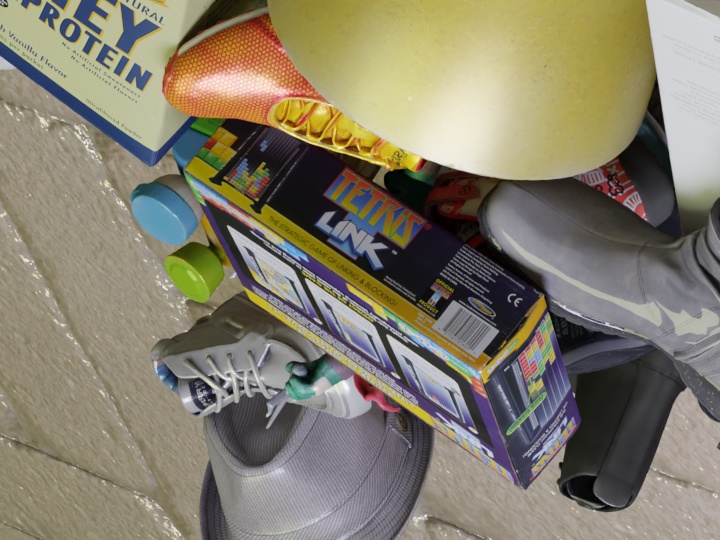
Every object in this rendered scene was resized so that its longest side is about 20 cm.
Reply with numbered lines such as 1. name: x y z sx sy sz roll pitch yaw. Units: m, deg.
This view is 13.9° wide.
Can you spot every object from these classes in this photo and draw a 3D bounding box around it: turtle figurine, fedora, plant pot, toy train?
1. turtle figurine: 0.000 0.000 1.729 0.100 0.150 0.200 8 137 -26
2. fedora: -0.044 0.112 1.980 0.176 0.200 0.090 -12 131 25
3. plant pot: 0.069 -0.163 1.428 0.200 0.200 0.142 35 131 14
4. toy train: -0.079 -0.022 1.908 0.085 0.116 0.200 26 150 31

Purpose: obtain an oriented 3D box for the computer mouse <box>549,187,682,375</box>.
1. computer mouse: 0.135 0.003 1.637 0.200 0.053 0.139 -15 77 52

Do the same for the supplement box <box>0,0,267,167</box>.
1. supplement box: -0.092 -0.202 1.545 0.134 0.200 0.200 36 153 8

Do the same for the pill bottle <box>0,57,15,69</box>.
1. pill bottle: -0.203 -0.188 1.722 0.111 0.200 0.111 33 154 18

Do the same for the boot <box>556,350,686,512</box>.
1. boot: 0.137 0.084 1.722 0.077 0.139 0.200 25 163 -1

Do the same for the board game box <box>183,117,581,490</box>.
1. board game box: 0.015 0.014 1.544 0.200 0.057 0.165 35 167 23

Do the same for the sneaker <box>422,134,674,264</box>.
1. sneaker: 0.061 -0.072 1.561 0.201 0.108 0.067 45 155 23

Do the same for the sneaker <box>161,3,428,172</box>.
1. sneaker: 0.001 -0.089 1.481 0.199 0.077 0.073 0 146 -10

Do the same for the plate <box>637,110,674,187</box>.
1. plate: 0.113 -0.074 1.664 0.200 0.026 0.200 32 152 19

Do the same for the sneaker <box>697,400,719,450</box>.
1. sneaker: 0.227 0.080 1.642 0.076 0.114 0.200 48 154 -13

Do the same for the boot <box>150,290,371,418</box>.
1. boot: -0.068 0.069 1.893 0.074 0.095 0.200 67 164 -17

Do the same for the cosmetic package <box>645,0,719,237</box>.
1. cosmetic package: 0.206 -0.086 1.416 0.081 0.113 0.200 28 150 29

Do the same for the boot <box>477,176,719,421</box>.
1. boot: 0.157 -0.007 1.418 0.200 0.070 0.132 32 154 4

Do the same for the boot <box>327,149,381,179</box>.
1. boot: -0.063 -0.113 1.669 0.155 0.072 0.200 35 -163 -22
